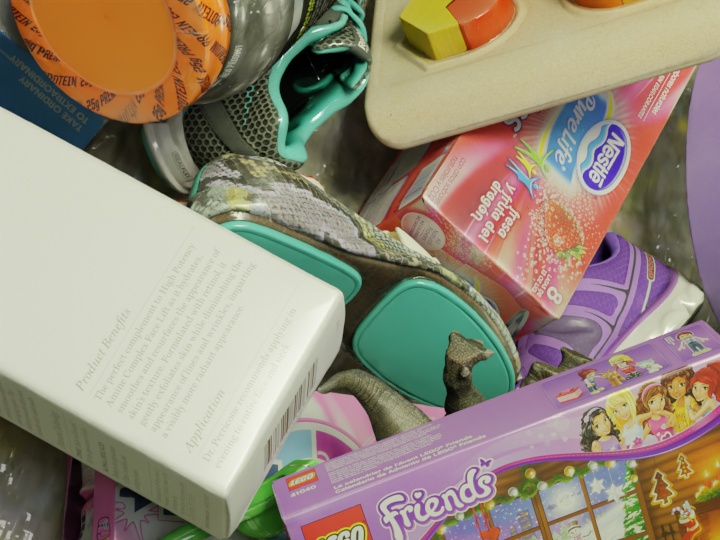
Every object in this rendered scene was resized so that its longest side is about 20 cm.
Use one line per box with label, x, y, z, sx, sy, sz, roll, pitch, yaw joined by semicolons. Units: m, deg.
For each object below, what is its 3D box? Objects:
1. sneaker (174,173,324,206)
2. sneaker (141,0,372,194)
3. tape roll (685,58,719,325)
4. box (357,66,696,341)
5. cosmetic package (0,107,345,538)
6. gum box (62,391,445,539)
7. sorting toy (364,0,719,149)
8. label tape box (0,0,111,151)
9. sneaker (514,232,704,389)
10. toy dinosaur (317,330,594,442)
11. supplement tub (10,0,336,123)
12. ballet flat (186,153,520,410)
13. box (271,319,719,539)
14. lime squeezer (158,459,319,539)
sneaker;-0.090;0.006;0.842;0.198;0.073;0.078;-13;88;-30
sneaker;-0.024;-0.114;0.903;0.078;0.090;0.201;56;52;-39
tape roll;0.260;-0.051;1.006;0.199;0.084;0.203;4;85;-55
box;0.083;-0.059;0.948;0.095;0.102;0.201;41;55;-12
cosmetic package;-0.116;0.015;0.739;0.199;0.074;0.102;29;68;8
gum box;-0.043;0.117;0.827;0.198;0.066;0.115;9;66;-28
sorting toy;0.090;-0.156;0.917;0.201;0.183;0.037;-88;157;-48
label tape box;-0.165;-0.125;0.850;0.144;0.063;0.201;40;56;-11
sneaker;0.100;0.051;0.947;0.083;0.081;0.200;40;48;9
toy dinosaur;0.067;0.086;0.801;0.199;0.077;0.103;8;104;-42
supplement tub;-0.061;-0.155;0.793;0.123;0.122;0.200;46;42;-7
ballet flat;0.000;0.000;0.841;0.199;0.072;0.073;30;58;-34
box;0.076;0.120;0.762;0.198;0.039;0.138;-20;110;-4
lime squeezer;-0.029;0.115;0.780;0.198;0.038;0.071;8;98;-29
